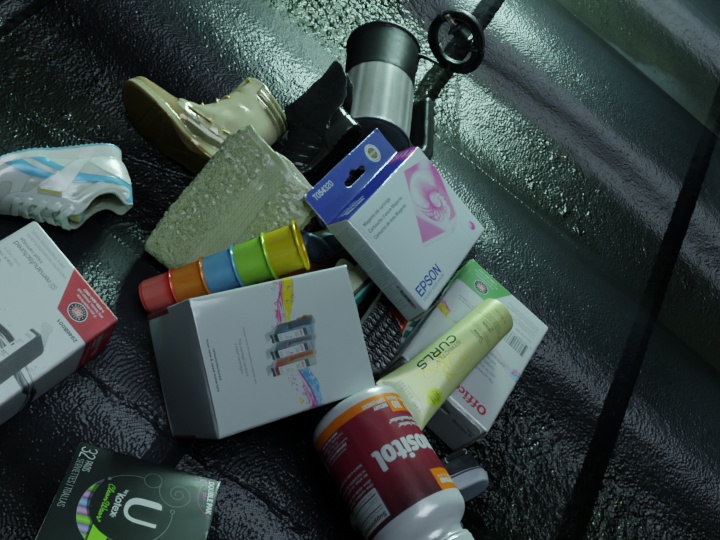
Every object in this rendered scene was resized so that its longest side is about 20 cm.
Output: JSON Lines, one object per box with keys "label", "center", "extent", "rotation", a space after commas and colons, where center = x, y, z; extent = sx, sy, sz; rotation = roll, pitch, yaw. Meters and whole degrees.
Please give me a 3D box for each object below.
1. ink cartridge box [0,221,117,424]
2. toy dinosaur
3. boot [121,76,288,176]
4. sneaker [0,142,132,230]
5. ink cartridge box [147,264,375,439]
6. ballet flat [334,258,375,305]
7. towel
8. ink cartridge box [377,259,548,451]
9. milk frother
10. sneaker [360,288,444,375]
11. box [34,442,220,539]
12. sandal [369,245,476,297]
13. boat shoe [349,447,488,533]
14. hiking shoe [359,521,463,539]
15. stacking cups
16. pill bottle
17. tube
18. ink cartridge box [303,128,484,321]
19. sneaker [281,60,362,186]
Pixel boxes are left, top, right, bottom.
{"label": "ink cartridge box", "center": [-0.378, 0.068, 0.896], "extent": [0.145, 0.084, 0.200], "rotation": [48, 53, 2]}
{"label": "toy dinosaur", "center": [-0.047, -0.032, 1.157], "extent": [0.179, 0.105, 0.204], "rotation": [18, 90, -29]}
{"label": "boot", "center": [-0.200, -0.211, 1.149], "extent": [0.199, 0.073, 0.156], "rotation": [38, 53, -7]}
{"label": "sneaker", "center": [-0.359, -0.090, 0.999], "extent": [0.197, 0.077, 0.082], "rotation": [-16, 74, -31]}
{"label": "ink cartridge box", "center": [-0.110, 0.091, 0.968], "extent": [0.197, 0.145, 0.148], "rotation": [-11, 86, -33]}
{"label": "ballet flat", "center": [0.000, 0.000, 1.105], "extent": [0.062, 0.068, 0.200], "rotation": [39, 53, 10]}
{"label": "towel", "center": [-0.155, -0.060, 1.051], "extent": [0.148, 0.036, 0.201], "rotation": [41, 91, 0]}
{"label": "ink cartridge box", "center": [0.137, 0.110, 1.145], "extent": [0.145, 0.088, 0.200], "rotation": [41, 52, -1]}
{"label": "milk frother", "center": [0.070, -0.262, 1.244], "extent": [0.178, 0.200, 0.191], "rotation": [20, 56, -21]}
{"label": "sneaker", "center": [0.034, 0.063, 1.109], "extent": [0.070, 0.093, 0.201], "rotation": [40, 55, -4]}
{"label": "box", "center": [-0.225, 0.286, 0.782], "extent": [0.146, 0.126, 0.201], "rotation": [17, 33, -7]}
{"label": "sandal", "center": [0.075, -0.002, 1.195], "extent": [0.198, 0.048, 0.076], "rotation": [-17, 77, -32]}
{"label": "boat shoe", "center": [0.065, 0.257, 1.044], "extent": [0.197, 0.071, 0.067], "rotation": [-11, 52, -29]}
{"label": "hiking shoe", "center": [0.047, 0.338, 0.980], "extent": [0.197, 0.074, 0.088], "rotation": [-6, 66, -30]}
{"label": "stacking cups", "center": [-0.160, 0.000, 1.002], "extent": [0.196, 0.061, 0.061], "rotation": [-18, 69, 1]}
{"label": "pill bottle", "center": [0.040, 0.234, 0.927], "extent": [0.111, 0.114, 0.201], "rotation": [-15, 57, -33]}
{"label": "tube", "center": [0.109, 0.109, 1.052], "extent": [0.058, 0.053, 0.199], "rotation": [25, 49, 39]}
{"label": "ink cartridge box", "center": [0.050, -0.070, 1.091], "extent": [0.201, 0.043, 0.197], "rotation": [49, 45, -8]}
{"label": "sneaker", "center": [-0.074, -0.180, 1.168], "extent": [0.199, 0.060, 0.105], "rotation": [-42, 68, 4]}
